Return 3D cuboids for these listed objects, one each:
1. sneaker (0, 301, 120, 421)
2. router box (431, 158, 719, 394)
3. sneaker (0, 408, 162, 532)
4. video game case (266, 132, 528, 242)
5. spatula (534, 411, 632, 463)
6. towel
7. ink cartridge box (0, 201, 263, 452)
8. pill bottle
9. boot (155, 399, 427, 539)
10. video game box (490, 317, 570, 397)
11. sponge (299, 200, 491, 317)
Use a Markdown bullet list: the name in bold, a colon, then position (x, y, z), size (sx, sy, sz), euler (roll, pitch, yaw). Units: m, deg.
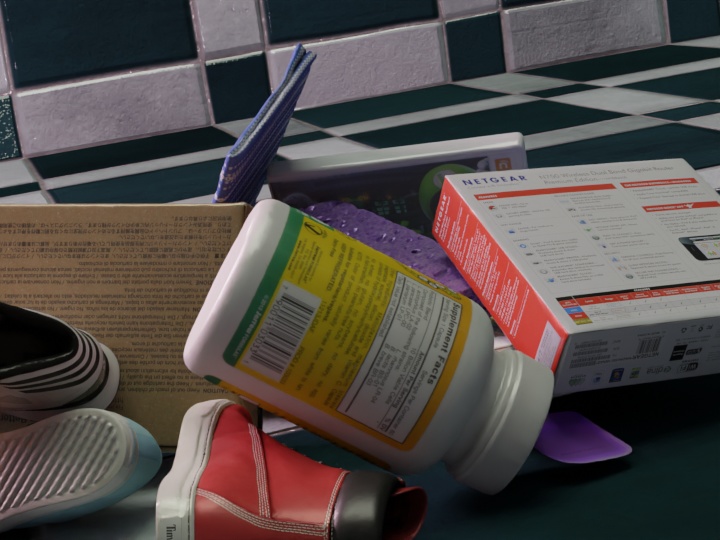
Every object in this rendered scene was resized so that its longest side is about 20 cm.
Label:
- **sneaker**: position (-0.259, 0.053, 0.973), size (0.199, 0.076, 0.116), euler (-6, -24, 5)
- **router box**: position (0.175, -0.003, 1.039), size (0.198, 0.049, 0.180), euler (-5, 37, -24)
- **sneaker**: position (-0.216, 0.137, 0.991), size (0.198, 0.075, 0.082), euler (-9, -19, 19)
- **video game case**: position (0.041, -0.019, 1.237), size (0.198, 0.183, 0.023), euler (-6, 39, 10)
- **spatula**: position (0.093, 0.098, 1.011), size (0.056, 0.021, 0.200), euler (-7, 6, -29)
- **towel**: position (-0.096, -0.062, 1.176), size (0.024, 0.201, 0.145), euler (28, 47, 1)
- **ink cartridge box**: position (-0.166, 0.038, 1.063), size (0.198, 0.166, 0.075), euler (1, -4, 8)
- **pill bottle**: position (0.007, 0.050, 0.912), size (0.199, 0.113, 0.113), euler (27, 9, -8)
- **boot**: position (-0.035, 0.124, 0.899), size (0.143, 0.073, 0.200), euler (-1, 13, -1)
- **video game box**: position (0.093, 0.056, 1.099), size (0.181, 0.047, 0.200), euler (-12, 8, -28)
- **sponge**: position (0.000, 0.000, 1.102), size (0.111, 0.030, 0.199), euler (-20, 28, -33)
